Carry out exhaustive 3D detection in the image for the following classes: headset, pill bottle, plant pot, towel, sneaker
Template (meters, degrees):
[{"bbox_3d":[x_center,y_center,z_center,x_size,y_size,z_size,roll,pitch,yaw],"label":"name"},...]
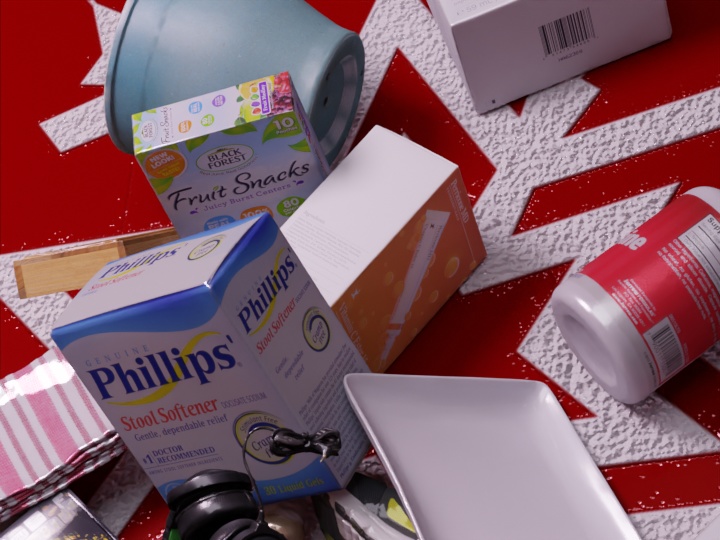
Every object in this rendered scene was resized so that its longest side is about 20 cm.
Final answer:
[{"bbox_3d":[-0.084,0.196,1.388,0.093,0.201,0.124,0,38,-37],"label":"headset"},{"bbox_3d":[0.259,0.006,1.486,0.199,0.113,0.112,-35,50,-11],"label":"pill bottle"},{"bbox_3d":[-0.104,-0.176,1.705,0.186,0.201,0.201,19,60,15],"label":"plant pot"},{"bbox_3d":[-0.290,0.138,1.553,0.199,0.030,0.146,-30,41,-13],"label":"towel"},{"bbox_3d":[0.044,0.204,1.443,0.199,0.075,0.084,32,54,31],"label":"sneaker"}]

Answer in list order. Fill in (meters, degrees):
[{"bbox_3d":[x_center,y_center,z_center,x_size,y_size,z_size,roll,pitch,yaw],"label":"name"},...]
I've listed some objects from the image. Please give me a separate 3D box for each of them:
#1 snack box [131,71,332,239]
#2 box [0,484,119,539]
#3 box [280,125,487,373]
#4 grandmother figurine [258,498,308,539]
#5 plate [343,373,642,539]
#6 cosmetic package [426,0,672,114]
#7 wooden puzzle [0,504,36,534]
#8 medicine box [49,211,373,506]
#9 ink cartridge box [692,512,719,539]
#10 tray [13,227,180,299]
[{"bbox_3d":[-0.098,-0.073,1.613,0.141,0.201,0.053,-16,51,6],"label":"snack box"},{"bbox_3d":[-0.257,0.287,1.462,0.199,0.049,0.161,-38,56,-21],"label":"box"},{"bbox_3d":[0.000,0.000,1.573,0.097,0.125,0.200,29,67,34],"label":"box"},{"bbox_3d":[-0.064,0.257,1.440,0.120,0.061,0.201,-8,48,7],"label":"grandmother figurine"},{"bbox_3d":[0.098,0.159,1.413,0.198,0.032,0.200,4,39,-31],"label":"plate"},{"bbox_3d":[0.158,-0.286,1.746,0.197,0.123,0.201,-22,48,1],"label":"cosmetic package"},{"bbox_3d":[-0.358,0.185,1.585,0.185,0.047,0.199,-40,45,-22],"label":"wooden puzzle"},{"bbox_3d":[-0.108,0.078,1.455,0.181,0.201,0.103,-16,27,37],"label":"medicine box"},{"bbox_3d":[0.291,0.246,1.305,0.200,0.084,0.145,-41,52,-14],"label":"ink cartridge box"},{"bbox_3d":[-0.219,-0.009,1.624,0.098,0.200,0.037,-10,93,11],"label":"tray"}]
